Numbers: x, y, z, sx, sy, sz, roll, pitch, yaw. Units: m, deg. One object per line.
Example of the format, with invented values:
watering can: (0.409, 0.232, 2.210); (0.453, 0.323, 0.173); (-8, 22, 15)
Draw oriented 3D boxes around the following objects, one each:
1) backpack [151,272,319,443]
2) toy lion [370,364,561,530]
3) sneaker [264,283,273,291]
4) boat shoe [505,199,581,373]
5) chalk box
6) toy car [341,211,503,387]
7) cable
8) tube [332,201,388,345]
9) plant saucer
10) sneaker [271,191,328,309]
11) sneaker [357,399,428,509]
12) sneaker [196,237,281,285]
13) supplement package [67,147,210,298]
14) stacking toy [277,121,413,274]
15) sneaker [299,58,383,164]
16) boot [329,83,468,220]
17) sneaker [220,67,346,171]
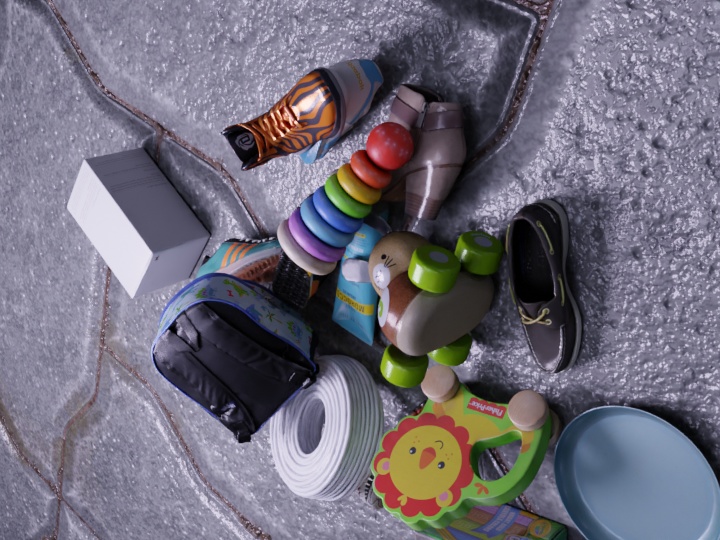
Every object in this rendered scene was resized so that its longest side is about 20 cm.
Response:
backpack: (-0.178, 0.101, 1.240); (0.200, 0.147, 0.183); (38, 111, -22)
toy lion: (0.114, 0.221, 1.072); (0.199, 0.192, 0.069); (12, 155, 38)
sneaker: (-0.183, 0.078, 1.370); (0.199, 0.079, 0.079); (-32, 47, 22)
boat shoe: (0.199, 0.025, 1.008); (0.071, 0.060, 0.203); (2, 106, 42)
chalk box: (0.180, 0.377, 1.113); (0.199, 0.123, 0.125); (12, 112, 38)
toy car: (0.046, 0.007, 1.081); (0.200, 0.157, 0.165); (37, 128, 33)
cable: (-0.049, 0.214, 1.248); (0.200, 0.069, 0.201); (-49, 42, 34)
tube: (0.000, 0.000, 1.194); (0.077, 0.050, 0.201); (35, 131, 38)
plant saucer: (0.311, 0.242, 1.010); (0.199, 0.027, 0.202); (16, 115, 38)
sneaker: (-0.057, -0.043, 1.193); (0.070, 0.090, 0.201); (31, 130, 7)
sneaker: (0.061, 0.266, 1.210); (0.082, 0.078, 0.201); (43, 131, 16)
sneaker: (-0.162, -0.020, 1.311); (0.199, 0.071, 0.080); (-19, 54, 27)
supplement package: (-0.355, -0.078, 1.433); (0.200, 0.117, 0.117); (51, 131, 17)
stacking toy: (-0.009, -0.089, 1.051); (0.200, 0.085, 0.086); (-47, 73, 25)
sneaker: (-0.035, -0.196, 1.134); (0.077, 0.080, 0.200); (62, 153, 3)
boot: (0.046, -0.151, 1.088); (0.199, 0.070, 0.147); (22, 111, 37)
sneaker: (-0.094, -0.164, 1.053); (0.078, 0.112, 0.200); (62, 153, 3)
